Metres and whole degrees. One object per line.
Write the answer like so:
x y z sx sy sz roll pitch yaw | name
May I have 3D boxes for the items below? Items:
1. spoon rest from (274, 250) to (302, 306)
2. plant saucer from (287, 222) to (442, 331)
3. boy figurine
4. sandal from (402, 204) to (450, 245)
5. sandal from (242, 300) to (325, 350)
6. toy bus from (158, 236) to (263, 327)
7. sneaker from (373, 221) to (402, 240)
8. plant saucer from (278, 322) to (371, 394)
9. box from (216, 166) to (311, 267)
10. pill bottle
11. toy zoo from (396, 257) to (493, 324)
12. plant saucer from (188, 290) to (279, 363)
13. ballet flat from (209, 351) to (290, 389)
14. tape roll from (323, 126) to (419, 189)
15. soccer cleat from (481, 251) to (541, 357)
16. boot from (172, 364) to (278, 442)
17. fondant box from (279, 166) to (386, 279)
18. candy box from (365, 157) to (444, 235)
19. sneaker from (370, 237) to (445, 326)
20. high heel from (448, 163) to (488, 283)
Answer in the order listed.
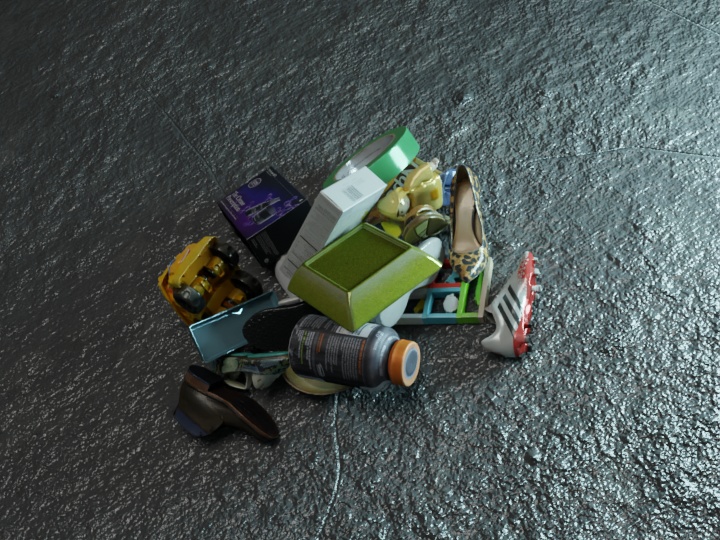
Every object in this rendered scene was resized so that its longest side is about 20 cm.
-0.119 0.017 1.660 0.099 0.061 0.200 -13 35 11 | spoon rest
-0.001 -0.006 1.473 0.200 0.048 0.199 -35 38 -22 | plant saucer
0.122 -0.143 1.616 0.199 0.125 0.064 -16 36 -28 | boy figurine
0.111 -0.087 1.559 0.080 0.200 0.054 -35 84 16 | sandal
-0.106 0.084 1.540 0.200 0.076 0.048 -19 8 1 | sandal
-0.299 0.030 1.625 0.192 0.200 0.136 12 56 40 | toy bus
0.000 0.000 1.596 0.200 0.082 0.074 -35 51 -10 | sneaker
-0.044 0.136 1.531 0.199 0.035 0.201 -12 49 14 | plant saucer
-0.182 -0.110 1.746 0.141 0.079 0.200 -33 35 -10 | box
-0.007 0.134 1.420 0.199 0.106 0.106 7 55 28 | pill bottle
0.126 0.036 1.554 0.199 0.020 0.132 -2 51 21 | toy zoo
-0.214 0.098 1.561 0.200 0.070 0.019 -24 -1 -44 | plant saucer
-0.183 0.171 1.523 0.200 0.074 0.074 -4 48 44 | ballet flat
0.020 -0.201 1.719 0.200 0.048 0.201 -34 18 12 | tape roll
0.248 0.051 1.461 0.085 0.069 0.201 2 57 19 | soccer cleat
-0.231 0.253 1.504 0.200 0.075 0.097 34 104 22 | boot
-0.050 -0.077 1.577 0.058 0.200 0.144 42 41 11 | fondant box
0.062 -0.129 1.698 0.200 0.055 0.115 -41 48 -14 | candy box
0.064 0.009 1.538 0.088 0.075 0.200 15 52 45 | sneaker
0.177 -0.083 1.527 0.071 0.143 0.200 -6 37 16 | high heel
